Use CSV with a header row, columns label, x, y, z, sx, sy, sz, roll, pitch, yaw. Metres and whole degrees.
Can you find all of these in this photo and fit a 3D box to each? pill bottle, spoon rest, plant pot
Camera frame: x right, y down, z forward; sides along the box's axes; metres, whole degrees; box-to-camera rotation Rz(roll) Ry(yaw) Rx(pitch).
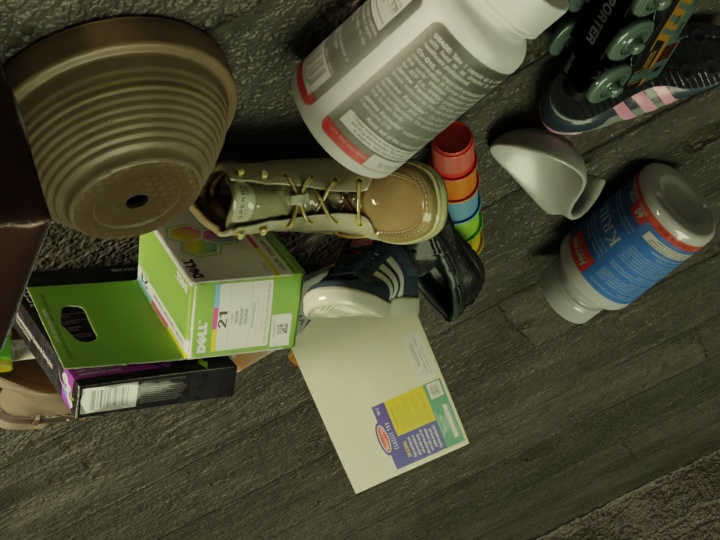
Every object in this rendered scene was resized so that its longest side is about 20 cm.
label,x,y,z,sx,sy,sz,roll,pitch,yaw
pill bottle,0.052,-0.170,0.941,0.200,0.114,0.114,-37,152,29
pill bottle,0.303,-0.024,1.448,0.112,0.113,0.200,1,145,-42
spoon rest,0.196,-0.094,1.259,0.099,0.061,0.200,16,177,30
plant pot,-0.180,-0.088,0.933,0.200,0.093,0.201,-19,156,-9

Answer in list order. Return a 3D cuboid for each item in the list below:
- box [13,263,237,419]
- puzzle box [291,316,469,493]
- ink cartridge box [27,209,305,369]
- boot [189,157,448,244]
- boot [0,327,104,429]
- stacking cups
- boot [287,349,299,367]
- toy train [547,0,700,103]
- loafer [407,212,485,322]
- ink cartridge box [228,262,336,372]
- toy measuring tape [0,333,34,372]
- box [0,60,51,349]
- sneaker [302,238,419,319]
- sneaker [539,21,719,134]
label,x,y,z,sx,sy,sz,roll,pitch,yaw
box,-0.213,0.054,1.076,0.142,0.200,0.036,-5,118,-34
puzzle box,0.016,0.115,1.274,0.132,0.201,0.025,-23,-166,-2
ink cartridge box,-0.167,0.010,1.055,0.199,0.148,0.076,-5,119,-26
boot,-0.039,-0.058,1.035,0.154,0.073,0.199,-4,-170,-39
boot,-0.331,0.118,1.247,0.199,0.071,0.146,12,146,-41
stacking cups,0.090,-0.080,1.234,0.060,0.061,0.200,-21,150,-4
boot,0.020,0.132,1.330,0.071,0.145,0.200,-36,157,34
toy train,0.233,-0.223,1.042,0.113,0.085,0.200,-25,156,-26
loafer,0.059,-0.025,1.217,0.068,0.071,0.201,3,145,40
ink cartridge box,-0.082,0.046,1.213,0.199,0.050,0.162,-26,-178,-30
toy measuring tape,-0.324,0.061,1.109,0.198,0.074,0.074,-6,152,-9
box,-0.330,-0.045,0.800,0.199,0.167,0.164,-6,149,-32
sneaker,0.000,0.000,1.102,0.074,0.085,0.200,-3,178,16
sneaker,0.259,-0.180,1.176,0.199,0.071,0.082,-15,171,-11
